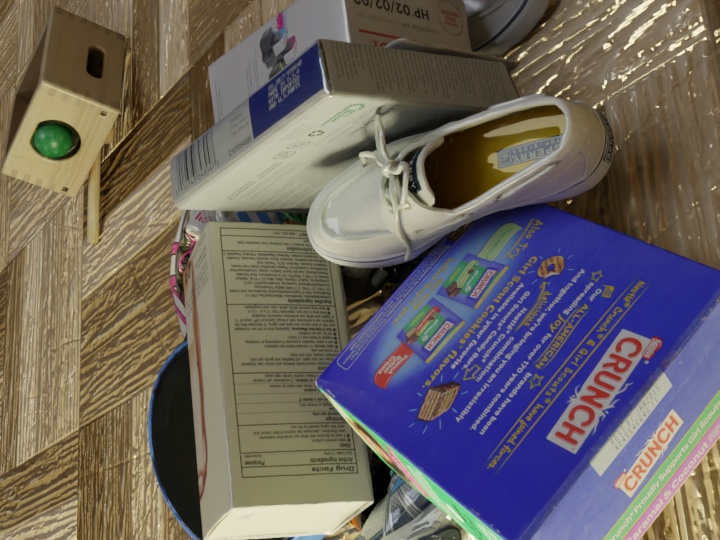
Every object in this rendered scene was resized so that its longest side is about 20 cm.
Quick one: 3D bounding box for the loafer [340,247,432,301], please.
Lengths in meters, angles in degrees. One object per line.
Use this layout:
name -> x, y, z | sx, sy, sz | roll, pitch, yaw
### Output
loafer -> 0.000, 0.000, 0.831 | 0.199, 0.071, 0.064 | 166, 111, -64

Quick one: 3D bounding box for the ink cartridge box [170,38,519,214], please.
ink cartridge box -> 0.003, -0.085, 0.725 | 0.195, 0.197, 0.044 | -26, 71, 50

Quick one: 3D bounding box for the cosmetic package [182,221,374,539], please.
cosmetic package -> -0.062, 0.076, 0.763 | 0.087, 0.101, 0.204 | 128, 140, -55

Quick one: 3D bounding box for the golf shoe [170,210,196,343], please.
golf shoe -> -0.142, 0.011, 0.996 | 0.092, 0.071, 0.203 | -130, 37, -51

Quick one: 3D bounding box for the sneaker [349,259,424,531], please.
sneaker -> 0.014, 0.085, 0.785 | 0.089, 0.069, 0.204 | 21, 101, 53

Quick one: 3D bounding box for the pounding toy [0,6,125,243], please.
pounding toy -> -0.364, -0.182, 1.395 | 0.185, 0.140, 0.202 | -51, 33, 36

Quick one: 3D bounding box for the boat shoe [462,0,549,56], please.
boat shoe -> 0.056, -0.187, 0.794 | 0.199, 0.064, 0.075 | -16, 68, 54

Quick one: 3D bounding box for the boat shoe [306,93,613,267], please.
boat shoe -> 0.039, -0.052, 0.624 | 0.199, 0.086, 0.076 | -14, 76, 30

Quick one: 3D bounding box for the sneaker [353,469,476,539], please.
sneaker -> 0.056, 0.141, 0.719 | 0.200, 0.077, 0.087 | -46, 39, 28

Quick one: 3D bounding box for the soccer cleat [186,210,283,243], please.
soccer cleat -> -0.096, -0.065, 0.863 | 0.069, 0.085, 0.205 | -2, 88, 46

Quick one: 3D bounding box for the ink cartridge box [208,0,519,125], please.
ink cartridge box -> -0.002, -0.139, 0.743 | 0.198, 0.114, 0.069 | -21, 73, 47

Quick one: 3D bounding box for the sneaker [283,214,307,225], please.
sneaker -> -0.046, -0.063, 0.920 | 0.200, 0.076, 0.090 | -40, 59, 48

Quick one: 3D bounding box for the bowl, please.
bowl -> -0.099, 0.143, 0.898 | 0.198, 0.039, 0.205 | 6, 101, 36

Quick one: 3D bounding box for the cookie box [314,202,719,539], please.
cookie box -> 0.092, 0.058, 0.606 | 0.171, 0.075, 0.199 | -47, 34, -8
